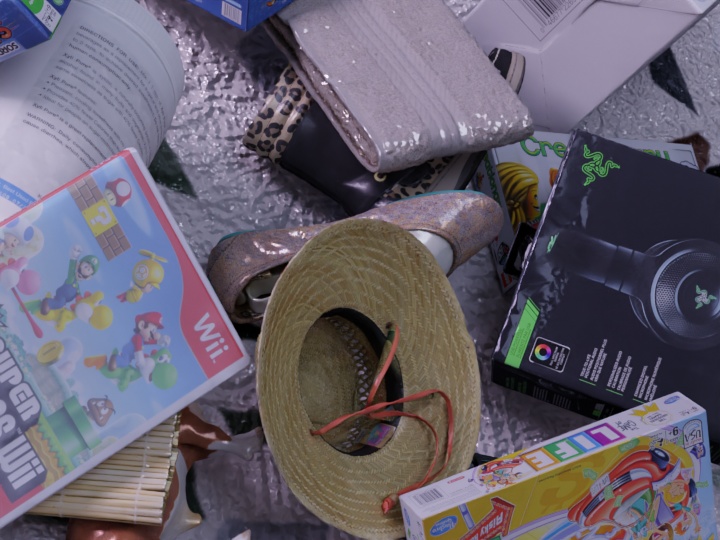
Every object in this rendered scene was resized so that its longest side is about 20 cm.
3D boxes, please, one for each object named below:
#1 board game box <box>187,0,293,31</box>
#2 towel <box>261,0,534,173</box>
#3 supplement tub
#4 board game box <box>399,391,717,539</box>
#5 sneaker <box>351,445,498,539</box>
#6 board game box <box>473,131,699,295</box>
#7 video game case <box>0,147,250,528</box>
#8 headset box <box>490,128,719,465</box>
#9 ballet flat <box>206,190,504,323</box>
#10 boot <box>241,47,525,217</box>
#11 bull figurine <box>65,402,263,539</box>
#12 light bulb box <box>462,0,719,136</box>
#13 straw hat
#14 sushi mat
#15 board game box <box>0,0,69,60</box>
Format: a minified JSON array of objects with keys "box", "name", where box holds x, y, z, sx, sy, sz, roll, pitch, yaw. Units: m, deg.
[{"box":[-0.114,-0.248,1.202,0.200,0.035,0.135,30,47,22],"name":"board game box"},{"box":[0.020,-0.148,1.174,0.132,0.035,0.200,-15,52,-28],"name":"towel"},{"box":[-0.199,-0.068,1.039,0.132,0.132,0.200,32,52,-11],"name":"supplement tub"},{"box":[0.129,0.171,1.069,0.199,0.034,0.135,-19,115,-18],"name":"board game box"},{"box":[0.087,0.143,1.119,0.199,0.079,0.076,18,56,-19],"name":"sneaker"},{"box":[0.184,-0.041,1.308,0.199,0.035,0.127,2,62,-29],"name":"board game box"},{"box":[-0.174,0.043,0.939,0.200,0.017,0.143,-33,106,-20],"name":"video game case"},{"box":[0.197,0.018,1.170,0.199,0.093,0.175,21,79,9],"name":"headset box"},{"box":[0.000,0.000,1.115,0.199,0.068,0.067,-12,43,2],"name":"ballet flat"},{"box":[0.020,-0.114,1.216,0.150,0.073,0.200,31,60,3],"name":"boot"},{"box":[-0.121,0.120,1.012,0.121,0.065,0.201,9,62,-5],"name":"bull figurine"},{"box":[0.210,-0.229,1.327,0.125,0.198,0.200,48,50,0],"name":"light bulb box"},{"box":[-0.019,0.070,1.057,0.201,0.085,0.202,4,85,-45],"name":"straw hat"},{"box":[-0.202,0.091,0.973,0.199,0.012,0.096,5,62,-3],"name":"sushi mat"},{"box":[-0.240,-0.165,1.022,0.034,0.199,0.136,47,44,-33],"name":"board game box"}]
